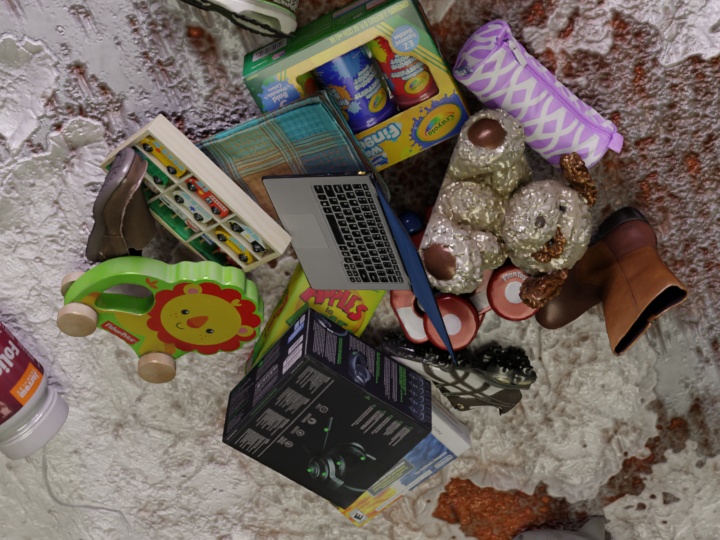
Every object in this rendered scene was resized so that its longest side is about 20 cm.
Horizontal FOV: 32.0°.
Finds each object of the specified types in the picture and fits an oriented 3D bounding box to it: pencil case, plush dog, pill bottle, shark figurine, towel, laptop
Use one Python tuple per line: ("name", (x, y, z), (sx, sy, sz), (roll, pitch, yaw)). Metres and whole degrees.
("pencil case", (0.190, -0.188, 1.359), (0.200, 0.084, 0.085), (37, 144, -25))
("plush dog", (0.164, -0.054, 1.351), (0.171, 0.160, 0.201), (19, 88, 2))
("pill bottle", (-0.448, 0.125, 1.495), (0.114, 0.114, 0.200), (-29, 117, 14))
("shark figurine", (0.330, 0.387, 1.710), (0.214, 0.090, 0.128), (31, 148, -10))
("towel", (-0.081, -0.104, 1.358), (0.199, 0.022, 0.147), (-16, 120, 32))
("laptop", (0.000, 0.000, 1.330), (0.199, 0.116, 0.188), (0, 139, 20))

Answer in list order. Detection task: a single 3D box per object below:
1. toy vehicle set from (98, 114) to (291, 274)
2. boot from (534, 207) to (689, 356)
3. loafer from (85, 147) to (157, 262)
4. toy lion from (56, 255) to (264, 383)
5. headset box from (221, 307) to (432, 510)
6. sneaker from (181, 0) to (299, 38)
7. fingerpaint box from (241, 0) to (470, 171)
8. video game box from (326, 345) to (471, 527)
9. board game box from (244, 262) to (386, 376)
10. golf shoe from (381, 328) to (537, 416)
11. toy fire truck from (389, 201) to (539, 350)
("toy vehicle set", (-0.184, -0.076, 1.394), (0.200, 0.027, 0.124), (43, 144, -17))
("boot", (0.282, 0.041, 1.431), (0.188, 0.200, 0.068), (-41, 114, 19))
("loafer", (-0.254, -0.065, 1.386), (0.071, 0.073, 0.200), (22, 150, -6))
("toy lion", (-0.219, 0.043, 1.449), (0.191, 0.069, 0.200), (-30, 133, 28))
("headset box", (-0.032, 0.170, 1.490), (0.200, 0.093, 0.174), (32, 121, -19))
("sneaker", (-0.145, -0.314, 1.297), (0.199, 0.077, 0.089), (24, 85, -14))
("fingerpaint box", (-0.002, -0.193, 1.355), (0.199, 0.073, 0.167), (-23, 119, 11))
("video game box", (0.011, 0.217, 1.611), (0.200, 0.047, 0.182), (-39, 112, 18))
("board game box", (-0.055, 0.068, 1.519), (0.101, 0.048, 0.200), (22, 117, -14))
("golf shoe", (0.114, 0.133, 1.549), (0.199, 0.078, 0.095), (15, 119, -10))
("toy fire truck", (0.122, -0.010, 1.462), (0.199, 0.112, 0.169), (-25, 92, 13))
